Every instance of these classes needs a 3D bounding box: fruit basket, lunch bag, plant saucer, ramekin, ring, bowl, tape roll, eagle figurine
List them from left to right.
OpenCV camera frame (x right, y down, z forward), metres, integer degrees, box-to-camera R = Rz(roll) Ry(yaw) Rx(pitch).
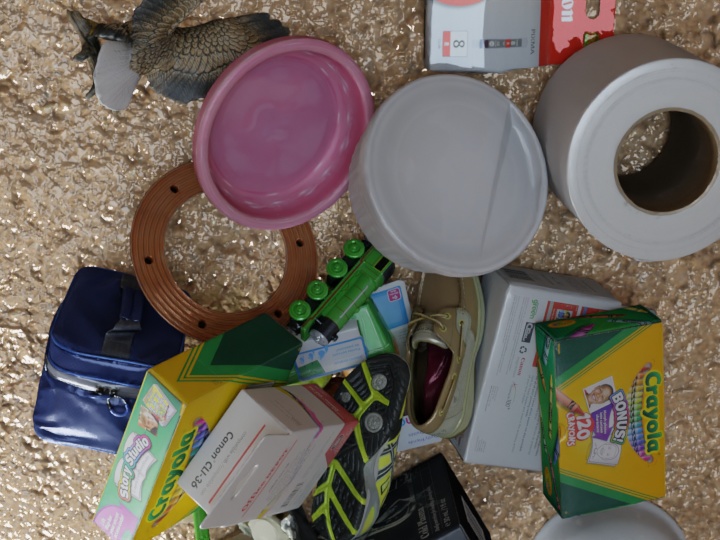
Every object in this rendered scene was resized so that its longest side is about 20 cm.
[{"bbox_3d":[-0.247,0.085,1.330,0.135,0.200,0.133,11,114,-9],"label":"lunch bag"},{"bbox_3d":[-0.179,-0.238,1.296,0.199,0.152,0.152,-13,85,6],"label":"eagle figurine"},{"bbox_3d":[-0.139,-0.018,1.355,0.199,0.019,0.202,7,71,-21],"label":"ring"},{"bbox_3d":[-0.081,-0.141,1.328,0.200,0.051,0.202,-17,125,-26],"label":"plant saucer"},{"bbox_3d":[-0.020,0.123,1.414,0.184,0.094,0.201,-14,108,1],"label":"fruit basket"},{"bbox_3d":[0.080,-0.088,1.330,0.201,0.094,0.204,4,80,-21],"label":"ramekin"},{"bbox_3d":[0.286,0.362,1.493,0.200,0.090,0.202,-1,104,-2],"label":"bowl"},{"bbox_3d":[0.285,-0.126,1.329,0.201,0.139,0.204,-3,109,-7],"label":"tape roll"}]

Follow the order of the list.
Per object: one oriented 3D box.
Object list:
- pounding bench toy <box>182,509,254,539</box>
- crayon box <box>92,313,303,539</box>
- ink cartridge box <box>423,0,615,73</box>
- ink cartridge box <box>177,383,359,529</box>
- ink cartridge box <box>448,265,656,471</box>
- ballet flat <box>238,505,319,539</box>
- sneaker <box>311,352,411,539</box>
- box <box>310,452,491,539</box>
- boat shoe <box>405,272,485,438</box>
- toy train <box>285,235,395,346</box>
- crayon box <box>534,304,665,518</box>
[{"bbox_3d":[-0.147,0.347,1.431,0.124,0.156,0.201,-26,104,4],"label":"pounding bench toy"},{"bbox_3d":[-0.157,0.156,1.279,0.058,0.172,0.201,37,124,19],"label":"crayon box"},{"bbox_3d":[0.164,-0.282,1.340,0.199,0.050,0.163,0,105,0],"label":"ink cartridge box"},{"bbox_3d":[-0.094,0.173,1.262,0.067,0.200,0.117,39,102,20],"label":"ink cartridge box"},{"bbox_3d":[0.201,0.109,1.420,0.175,0.084,0.201,10,104,-16],"label":"ink cartridge box"},{"bbox_3d":[-0.091,0.263,1.388,0.073,0.200,0.074,-7,112,-19],"label":"ballet flat"},{"bbox_3d":[0.005,0.179,1.369,0.075,0.076,0.201,22,97,25],"label":"sneaker"},{"bbox_3d":[0.039,0.321,1.412,0.196,0.200,0.124,-30,103,5],"label":"box"},{"bbox_3d":[0.082,0.072,1.373,0.074,0.066,0.201,-6,79,35],"label":"boat shoe"},{"bbox_3d":[0.000,0.000,1.360,0.056,0.042,0.200,34,66,14],"label":"toy train"},{"bbox_3d":[0.248,0.145,1.366,0.118,0.058,0.201,-9,109,-11],"label":"crayon box"}]
